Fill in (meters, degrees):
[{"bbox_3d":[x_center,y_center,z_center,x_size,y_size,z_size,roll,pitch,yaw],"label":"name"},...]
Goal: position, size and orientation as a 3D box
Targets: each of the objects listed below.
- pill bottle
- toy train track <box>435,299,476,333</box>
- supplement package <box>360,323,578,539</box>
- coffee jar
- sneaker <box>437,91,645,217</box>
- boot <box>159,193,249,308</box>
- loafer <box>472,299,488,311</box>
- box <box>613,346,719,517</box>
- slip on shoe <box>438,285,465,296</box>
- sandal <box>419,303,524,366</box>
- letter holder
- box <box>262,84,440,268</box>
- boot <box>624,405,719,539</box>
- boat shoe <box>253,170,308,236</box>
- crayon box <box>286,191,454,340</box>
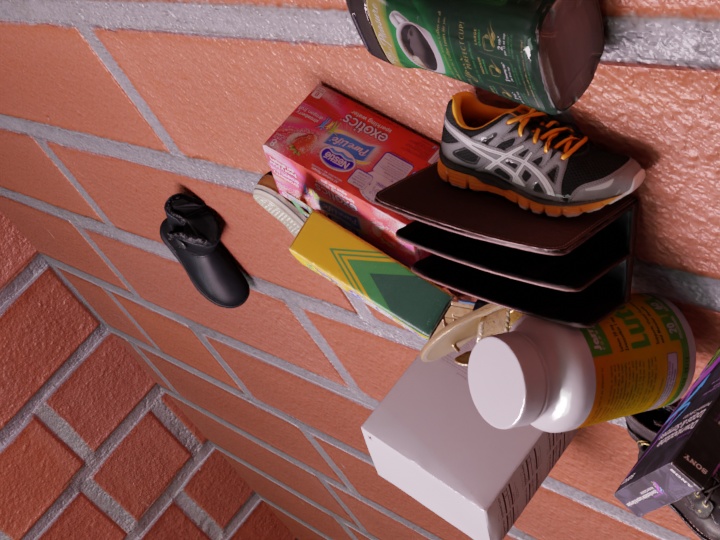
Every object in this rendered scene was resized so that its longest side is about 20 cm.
[{"bbox_3d":[0.201,0.086,1.004,0.111,0.198,0.112,19,112,56],"label":"pill bottle"},{"bbox_3d":[0.130,0.043,1.310,0.199,0.032,0.116,10,121,43],"label":"toy train track"},{"bbox_3d":[0.142,0.200,1.369,0.190,0.200,0.148,31,157,27],"label":"supplement package"},{"bbox_3d":[0.081,-0.194,0.838,0.199,0.086,0.105,25,158,35],"label":"coffee jar"},{"bbox_3d":[0.147,-0.102,0.935,0.199,0.078,0.078,15,125,34],"label":"sneaker"},{"bbox_3d":[-0.250,-0.028,1.781,0.200,0.076,0.168,48,163,-2],"label":"boot"},{"bbox_3d":[0.210,0.068,1.155,0.200,0.071,0.068,31,173,26],"label":"loafer"},{"bbox_3d":[0.296,0.109,0.907,0.036,0.200,0.143,37,159,9],"label":"box"},{"bbox_3d":[0.118,-0.003,1.161,0.073,0.062,0.200,3,178,-28],"label":"slip on shoe"},{"bbox_3d":[0.148,0.064,1.107,0.211,0.077,0.070,-40,67,30],"label":"sandal"},{"bbox_3d":[0.123,-0.020,0.976,0.199,0.142,0.101,19,122,36],"label":"letter holder"},{"bbox_3d":[0.008,-0.097,1.149,0.199,0.100,0.096,30,157,25],"label":"box"},{"bbox_3d":[0.365,0.219,1.199,0.199,0.069,0.175,28,157,36],"label":"boot"},{"bbox_3d":[-0.065,-0.075,1.385,0.074,0.063,0.200,21,167,33],"label":"boat shoe"},{"bbox_3d":[0.000,0.000,1.148,0.199,0.052,0.126,33,177,6],"label":"crayon box"}]
